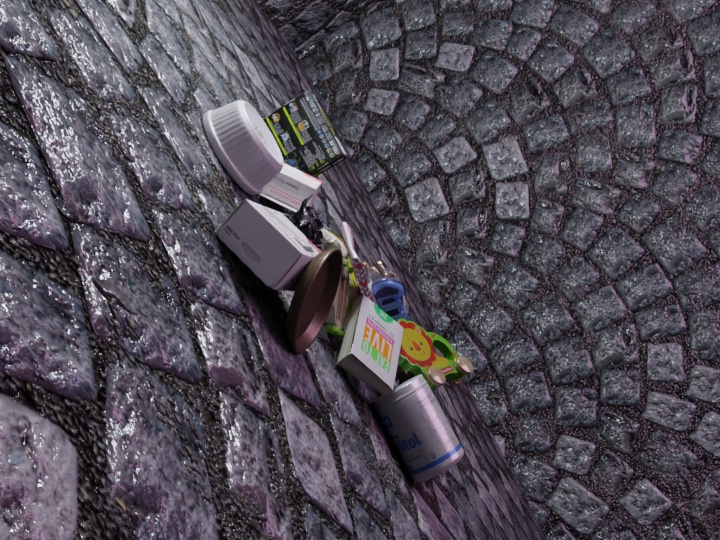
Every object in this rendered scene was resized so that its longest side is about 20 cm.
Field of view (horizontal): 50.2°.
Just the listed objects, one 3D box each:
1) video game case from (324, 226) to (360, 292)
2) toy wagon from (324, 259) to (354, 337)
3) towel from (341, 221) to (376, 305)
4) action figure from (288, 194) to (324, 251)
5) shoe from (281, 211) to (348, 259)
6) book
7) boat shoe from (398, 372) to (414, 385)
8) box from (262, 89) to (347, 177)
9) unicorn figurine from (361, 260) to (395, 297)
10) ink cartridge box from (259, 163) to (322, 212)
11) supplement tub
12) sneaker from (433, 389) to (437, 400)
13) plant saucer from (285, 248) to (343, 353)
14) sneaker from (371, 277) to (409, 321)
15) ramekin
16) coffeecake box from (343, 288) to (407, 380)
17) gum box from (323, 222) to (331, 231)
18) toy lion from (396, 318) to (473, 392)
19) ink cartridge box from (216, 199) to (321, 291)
[{"bbox_3d":[-0.086,-0.045,1.892,0.180,0.025,0.201,33,27,-39],"label":"video game case"},{"bbox_3d":[-0.045,0.065,1.675,0.200,0.039,0.156,61,36,-76],"label":"toy wagon"},{"bbox_3d":[0.000,0.000,1.778,0.147,0.030,0.201,-110,-178,-50],"label":"towel"},{"bbox_3d":[-0.121,-0.057,1.641,0.119,0.101,0.202,-59,141,-70],"label":"action figure"},{"bbox_3d":[-0.113,-0.073,1.724,0.199,0.070,0.053,34,-1,25],"label":"shoe"},{"bbox_3d":[0.028,0.161,1.674,0.133,0.048,0.201,39,33,-18],"label":"book"},{"bbox_3d":[0.136,0.246,1.925,0.074,0.069,0.202,-70,168,-69],"label":"boat shoe"},{"bbox_3d":[-0.162,-0.329,1.975,0.201,0.192,0.047,61,11,10],"label":"box"},{"bbox_3d":[0.036,0.044,1.976,0.138,0.074,0.200,67,-15,-16],"label":"unicorn figurine"},{"bbox_3d":[-0.161,-0.193,1.801,0.116,0.068,0.200,24,14,-4],"label":"ink cartridge box"},{"bbox_3d":[0.128,0.347,1.690,0.201,0.131,0.132,61,9,6],"label":"supplement tub"},{"bbox_3d":[0.142,0.332,1.866,0.200,0.113,0.076,51,13,-47],"label":"sneaker"},{"bbox_3d":[-0.084,0.051,1.376,0.029,0.201,0.200,21,1,13],"label":"plant saucer"},{"bbox_3d":[0.080,0.095,1.869,0.201,0.073,0.083,65,15,-45],"label":"sneaker"},{"bbox_3d":[-0.244,-0.270,1.647,0.203,0.094,0.203,59,9,-16],"label":"ramekin"},{"bbox_3d":[0.023,0.165,1.856,0.201,0.073,0.153,65,11,27],"label":"coffeecake box"},{"bbox_3d":[-0.058,-0.015,2.052,0.170,0.044,0.201,47,17,-56],"label":"gum box"},{"bbox_3d":[0.150,0.196,1.822,0.199,0.069,0.192,-9,58,-50],"label":"toy lion"},{"bbox_3d":[-0.150,-0.040,1.377,0.147,0.083,0.200,44,6,10],"label":"ink cartridge box"}]
